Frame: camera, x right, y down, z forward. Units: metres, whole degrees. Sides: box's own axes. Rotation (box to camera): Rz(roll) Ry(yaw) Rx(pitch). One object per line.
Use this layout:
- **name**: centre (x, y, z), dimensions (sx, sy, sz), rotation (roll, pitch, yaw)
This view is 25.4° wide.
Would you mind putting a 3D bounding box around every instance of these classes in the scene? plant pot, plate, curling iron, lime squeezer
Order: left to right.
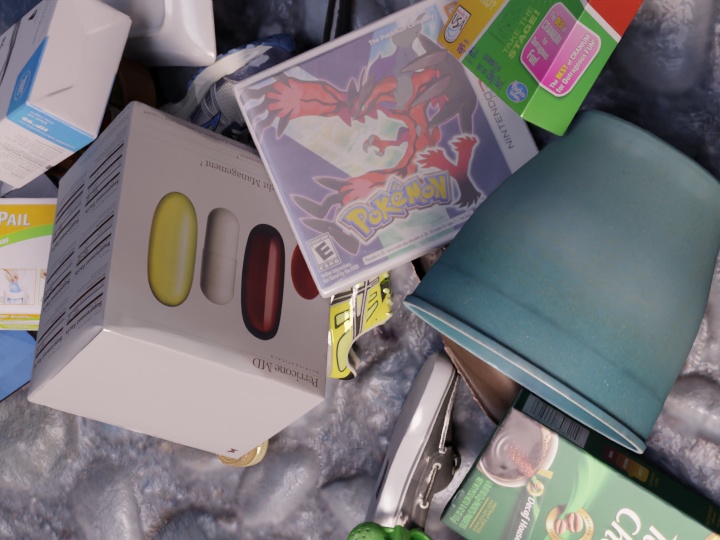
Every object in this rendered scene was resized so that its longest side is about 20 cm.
- **plate**: centre (-0.188, -0.270, 1.341), dimensions (0.200, 0.032, 0.201), rotation (8, 105, 56)
- **curling iron**: centre (-0.030, -0.174, 1.306), dimensions (0.026, 0.049, 0.201), rotation (28, 106, 52)
- **lime squeezer**: centre (0.029, 0.238, 1.294), dimensions (0.199, 0.038, 0.071), rotation (4, 114, -3)
- **plant pot**: centre (0.162, -0.003, 1.133), dimensions (0.199, 0.200, 0.189), rotation (31, 87, 22)

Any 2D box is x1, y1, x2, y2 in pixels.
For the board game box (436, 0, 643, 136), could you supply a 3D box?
- **board game box**: centre (0.147, -0.217, 1.132), dimensions (0.201, 0.040, 0.153), rotation (-60, 33, 15)

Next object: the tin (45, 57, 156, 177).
- **tin**: centre (-0.235, -0.135, 1.392), dimensions (0.200, 0.042, 0.113), rotation (16, 105, 55)

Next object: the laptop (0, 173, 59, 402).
- **laptop**: centre (-0.353, 0.008, 1.489), dimensions (0.187, 0.116, 0.200), rotation (46, 118, 14)

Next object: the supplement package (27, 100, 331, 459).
- **supplement package**: centre (-0.136, 0.012, 1.253), dimensions (0.147, 0.190, 0.201), rotation (-37, 42, 48)

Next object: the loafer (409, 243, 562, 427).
- **loafer**: centre (0.088, 0.049, 1.262), dimensions (0.073, 0.071, 0.201), rotation (-34, 82, 31)

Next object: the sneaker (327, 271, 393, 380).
- **sneaker**: centre (0.000, 0.000, 1.317), dimensions (0.076, 0.075, 0.201), rotation (25, 113, -6)

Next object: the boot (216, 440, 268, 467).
- **boot**: centre (-0.162, 0.086, 1.364), dimensions (0.073, 0.155, 0.201), rotation (-15, 90, 37)

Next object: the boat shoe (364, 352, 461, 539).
- **boat shoe**: centre (0.050, 0.163, 1.318), dimensions (0.056, 0.069, 0.201), rotation (17, 110, -5)

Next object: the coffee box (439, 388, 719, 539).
- **coffee box**: centre (0.176, 0.194, 1.227), dimensions (0.199, 0.044, 0.123), rotation (33, 113, 4)

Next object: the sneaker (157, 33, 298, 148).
- **sneaker**: centre (-0.110, -0.128, 1.353), dimensions (0.200, 0.077, 0.085), rotation (-34, 88, 40)

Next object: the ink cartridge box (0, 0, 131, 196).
- **ink cartridge box**: centre (-0.277, -0.145, 1.336), dimensions (0.200, 0.066, 0.116), rotation (-21, 51, 53)

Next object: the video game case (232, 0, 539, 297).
- **video game case**: centre (0.025, -0.101, 1.234), dimensions (0.199, 0.023, 0.183), rotation (-24, 81, 0)

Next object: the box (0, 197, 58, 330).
- **box**: centre (-0.317, -0.004, 1.421), dimensions (0.199, 0.112, 0.102), rotation (0, 80, 12)
